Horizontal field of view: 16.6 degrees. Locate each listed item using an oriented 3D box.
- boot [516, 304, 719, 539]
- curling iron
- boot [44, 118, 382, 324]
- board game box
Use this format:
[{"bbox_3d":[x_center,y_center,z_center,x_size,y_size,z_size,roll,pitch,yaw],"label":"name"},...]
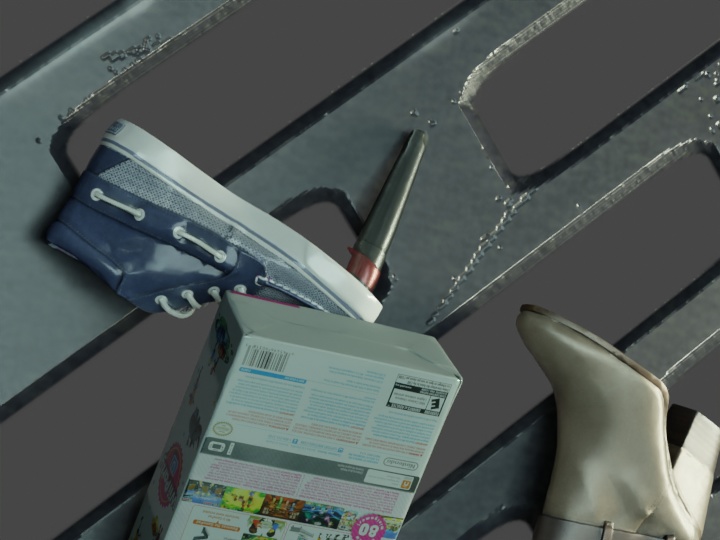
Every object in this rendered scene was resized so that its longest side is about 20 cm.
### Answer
[{"bbox_3d":[0.150,0.133,1.616,0.199,0.070,0.147,34,80,-20],"label":"boot"},{"bbox_3d":[0.000,0.000,1.564,0.025,0.050,0.201,20,76,0],"label":"curling iron"},{"bbox_3d":[-0.090,0.000,1.501,0.199,0.073,0.091,34,84,-2],"label":"boot"},{"bbox_3d":[-0.045,0.125,1.490,0.147,0.064,0.201,14,110,-24],"label":"board game box"}]
